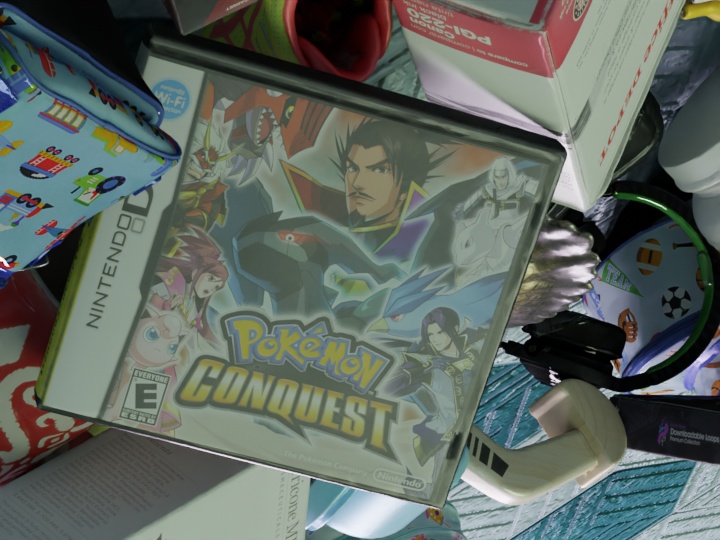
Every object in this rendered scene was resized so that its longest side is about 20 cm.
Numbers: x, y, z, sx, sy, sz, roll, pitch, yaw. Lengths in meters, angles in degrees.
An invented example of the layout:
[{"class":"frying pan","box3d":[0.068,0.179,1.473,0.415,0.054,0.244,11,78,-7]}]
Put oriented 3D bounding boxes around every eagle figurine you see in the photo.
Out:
[{"class":"eagle figurine","box3d":[-0.002,-0.006,1.477,0.152,0.200,0.151,-47,134,-12]}]

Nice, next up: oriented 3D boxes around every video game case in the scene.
[{"class":"video game case","box3d":[-0.028,0.001,1.336,0.199,0.026,0.182,15,105,-14]}]

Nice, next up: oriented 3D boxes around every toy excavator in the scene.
[{"class":"toy excavator","box3d":[0.037,0.096,1.649,0.100,0.200,0.195,-41,-168,47]}]

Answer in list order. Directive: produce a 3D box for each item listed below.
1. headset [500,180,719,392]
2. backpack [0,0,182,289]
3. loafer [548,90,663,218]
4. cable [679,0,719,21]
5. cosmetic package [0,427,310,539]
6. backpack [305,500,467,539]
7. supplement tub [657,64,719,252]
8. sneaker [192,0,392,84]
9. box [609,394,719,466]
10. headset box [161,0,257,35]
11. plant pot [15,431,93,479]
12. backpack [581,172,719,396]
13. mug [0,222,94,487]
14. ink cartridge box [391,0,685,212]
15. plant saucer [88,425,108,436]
[{"class":"headset","box3d":[0.115,0.016,1.724,0.199,0.124,0.094,-12,178,1]},{"class":"backpack","box3d":[-0.201,-0.059,1.217,0.199,0.135,0.183,-31,155,11]},{"class":"loafer","box3d":[0.078,-0.042,1.644,0.200,0.068,0.070,-41,145,13]},{"class":"cable","box3d":[0.151,-0.143,1.540,0.199,0.050,0.097,-25,155,-13]},{"class":"cosmetic package","box3d":[-0.117,0.138,1.455,0.200,0.074,0.102,-28,139,-35]},{"class":"backpack","box3d":[-0.031,0.194,1.903,0.199,0.127,0.167,-22,152,-23]},{"class":"supplement tub","box3d":[0.280,-0.035,1.674,0.145,0.200,0.145,-43,-167,12]},{"class":"sneaker","box3d":[-0.027,-0.110,1.360,0.078,0.091,0.200,-21,155,-20]},{"class":"box","box3d":[0.263,0.094,1.709,0.199,0.036,0.143,4,180,-29]},{"class":"headset box","box3d":[-0.034,-0.193,1.189,0.148,0.075,0.200,-26,150,-7]},{"class":"plant pot","box3d":[-0.185,0.167,1.582,0.200,0.201,0.178,-29,136,0]},{"class":"backpack","box3d":[0.237,0.014,1.838,0.190,0.155,0.200,-17,158,-2]},{"class":"mug","box3d":[-0.205,0.029,1.438,0.200,0.178,0.134,-37,-169,27]},{"class":"ink cartridge box","box3d":[0.088,-0.137,1.367,0.146,0.084,0.200,-66,160,-16]},{"class":"plant saucer","box3d":[-0.108,0.087,1.727,0.199,0.031,0.200,-24,155,-12]}]
